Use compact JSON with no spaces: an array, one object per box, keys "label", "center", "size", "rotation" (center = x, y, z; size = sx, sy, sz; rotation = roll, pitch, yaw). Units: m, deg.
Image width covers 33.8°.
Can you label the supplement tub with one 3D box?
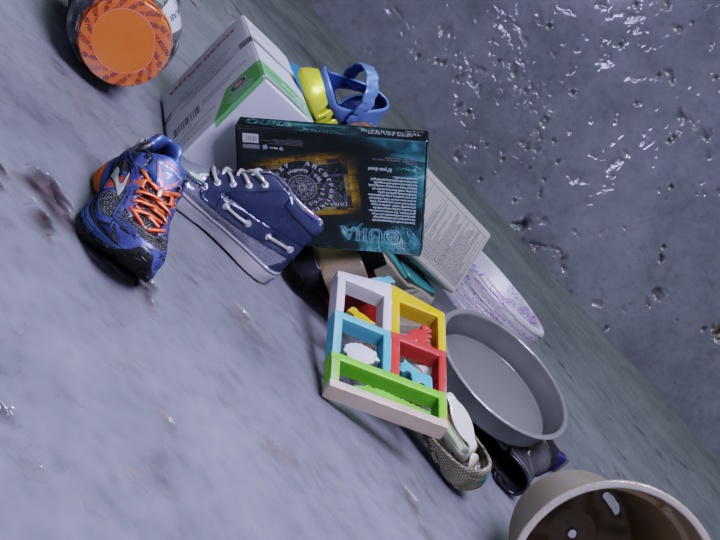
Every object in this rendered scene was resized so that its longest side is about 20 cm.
[{"label":"supplement tub","center":[-0.259,-0.283,1.297],"size":[0.122,0.122,0.200],"rotation":[41,14,-29]}]

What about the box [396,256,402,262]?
[{"label":"box","center":[-0.012,-0.055,1.601],"size":[0.118,0.048,0.200],"rotation":[61,15,22]}]

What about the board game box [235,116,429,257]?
[{"label":"board game box","center":[-0.030,-0.087,1.237],"size":[0.199,0.136,0.028],"rotation":[6,30,6]}]

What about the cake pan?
[{"label":"cake pan","center":[0.166,0.134,1.446],"size":[0.200,0.037,0.201],"rotation":[31,30,-20]}]

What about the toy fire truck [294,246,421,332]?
[{"label":"toy fire truck","center":[0.000,0.000,1.392],"size":[0.177,0.128,0.201],"rotation":[-111,180,-48]}]

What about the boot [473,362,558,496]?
[{"label":"boot","center":[0.158,0.180,1.463],"size":[0.200,0.070,0.131],"rotation":[45,20,19]}]

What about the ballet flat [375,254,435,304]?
[{"label":"ballet flat","center":[0.035,0.009,1.534],"size":[0.200,0.069,0.070],"rotation":[43,12,-52]}]

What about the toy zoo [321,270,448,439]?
[{"label":"toy zoo","center":[0.027,0.073,1.216],"size":[0.131,0.021,0.201],"rotation":[22,37,-15]}]

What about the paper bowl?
[{"label":"paper bowl","center":[0.179,0.053,1.804],"size":[0.201,0.104,0.201],"rotation":[45,13,-13]}]

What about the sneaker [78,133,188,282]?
[{"label":"sneaker","center":[-0.185,-0.063,0.998],"size":[0.075,0.078,0.200],"rotation":[40,15,-29]}]

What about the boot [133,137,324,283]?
[{"label":"boot","center":[-0.132,-0.083,1.204],"size":[0.200,0.090,0.073],"rotation":[43,14,-22]}]

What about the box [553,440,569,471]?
[{"label":"box","center":[0.210,0.207,1.624],"size":[0.200,0.032,0.121],"rotation":[27,25,-55]}]

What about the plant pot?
[{"label":"plant pot","center":[0.222,0.280,1.152],"size":[0.201,0.200,0.183],"rotation":[47,1,-5]}]

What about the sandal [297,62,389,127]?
[{"label":"sandal","center":[-0.004,-0.181,1.394],"size":[0.200,0.087,0.080],"rotation":[51,23,-67]}]

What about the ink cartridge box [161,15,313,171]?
[{"label":"ink cartridge box","center":[-0.143,-0.182,1.332],"size":[0.084,0.146,0.200],"rotation":[40,15,-29]}]

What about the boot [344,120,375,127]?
[{"label":"boot","center":[-0.040,-0.094,1.299],"size":[0.097,0.199,0.075],"rotation":[39,-25,46]}]

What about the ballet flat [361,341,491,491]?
[{"label":"ballet flat","center":[0.075,0.140,1.256],"size":[0.068,0.075,0.200],"rotation":[-29,74,-31]}]

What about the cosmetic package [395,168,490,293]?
[{"label":"cosmetic package","center":[0.073,-0.069,1.568],"size":[0.087,0.104,0.200],"rotation":[28,-11,46]}]

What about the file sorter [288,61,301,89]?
[{"label":"file sorter","center":[-0.095,-0.182,1.544],"size":[0.139,0.123,0.200],"rotation":[51,13,12]}]
